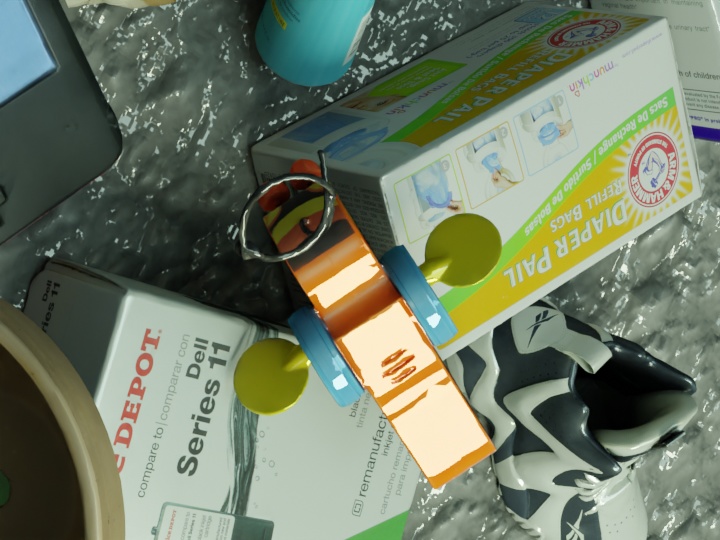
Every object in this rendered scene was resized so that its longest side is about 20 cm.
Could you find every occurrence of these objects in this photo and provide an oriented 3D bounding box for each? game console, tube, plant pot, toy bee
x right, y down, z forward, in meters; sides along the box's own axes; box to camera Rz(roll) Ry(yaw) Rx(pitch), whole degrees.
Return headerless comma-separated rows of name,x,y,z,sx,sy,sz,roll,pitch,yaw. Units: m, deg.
game console,-0.206,-0.089,0.892,0.176,0.031,0.201,-35,120,-22
tube,-0.001,-0.162,0.950,0.050,0.200,0.078,-3,59,-20
plant pot,-0.175,0.098,0.877,0.093,0.199,0.203,-6,105,-67
toy bee,0.000,0.000,0.935,0.130,0.109,0.201,-16,130,-12

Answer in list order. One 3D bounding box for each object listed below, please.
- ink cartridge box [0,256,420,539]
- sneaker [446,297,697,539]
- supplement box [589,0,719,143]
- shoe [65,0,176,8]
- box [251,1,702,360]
ink cartridge box,-0.073,0.091,1.006,0.199,0.083,0.148,17,89,-37
sneaker,0.136,0.099,1.140,0.079,0.129,0.200,-37,120,-25
supplement box,0.183,-0.182,1.137,0.101,0.103,0.201,-35,117,-26
shoe,-0.122,-0.156,0.874,0.200,0.053,0.071,65,18,-72
box,0.063,-0.050,1.064,0.199,0.112,0.102,-31,117,-30
